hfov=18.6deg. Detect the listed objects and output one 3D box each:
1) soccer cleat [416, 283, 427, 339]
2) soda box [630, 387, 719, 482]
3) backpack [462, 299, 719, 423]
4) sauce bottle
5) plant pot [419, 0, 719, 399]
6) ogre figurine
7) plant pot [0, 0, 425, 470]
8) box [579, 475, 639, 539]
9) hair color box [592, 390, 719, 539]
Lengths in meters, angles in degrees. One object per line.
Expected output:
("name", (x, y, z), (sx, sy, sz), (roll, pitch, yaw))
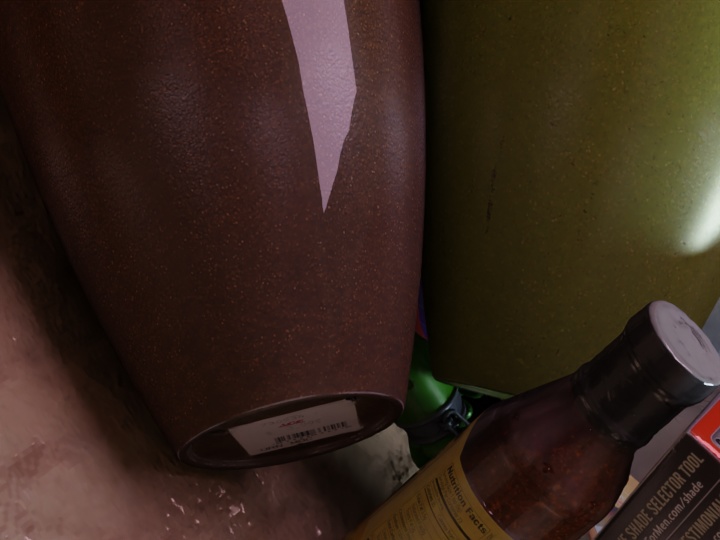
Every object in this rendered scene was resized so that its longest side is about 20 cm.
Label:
("soccer cleat", (0.031, -0.030, 1.155), (0.073, 0.068, 0.201), (41, 22, -26))
("soda box", (0.168, 0.090, 1.025), (0.199, 0.064, 0.068), (31, -4, 3))
("backpack", (0.165, 0.044, 1.136), (0.127, 0.199, 0.167), (56, 22, 7))
("sauce bottle", (0.060, 0.089, 0.864), (0.066, 0.200, 0.066), (36, 27, -22))
("plant pot", (0.096, -0.041, 0.942), (0.187, 0.186, 0.202), (19, 83, -53))
("ogre figurine", (0.000, 0.000, 1.025), (0.120, 0.097, 0.201), (55, 30, -50))
("plant pot", (-0.047, -0.029, 0.890), (0.186, 0.186, 0.202), (15, 57, -56))
("box", (0.107, 0.195, 0.931), (0.152, 0.106, 0.201), (39, 27, -31))
("hair color box", (0.173, 0.067, 0.902), (0.061, 0.102, 0.200), (42, 43, 11))
